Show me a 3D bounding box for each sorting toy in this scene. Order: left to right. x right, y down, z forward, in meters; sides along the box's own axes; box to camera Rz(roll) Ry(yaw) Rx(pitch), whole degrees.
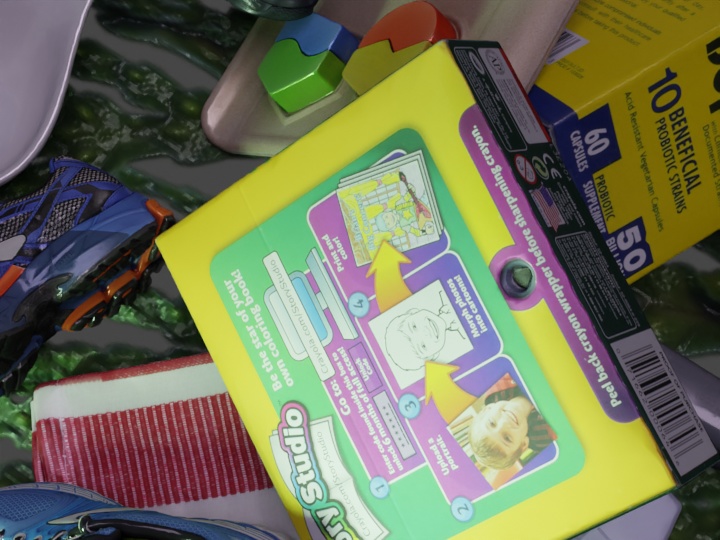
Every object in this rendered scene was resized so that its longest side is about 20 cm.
[{"bbox_3d":[0.020,-0.135,0.775,0.036,0.200,0.185,43,70,-38],"label":"sorting toy"}]

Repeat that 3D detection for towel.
[{"bbox_3d":[-0.084,0.139,0.735,0.144,0.023,0.201,-10,75,13],"label":"towel"}]

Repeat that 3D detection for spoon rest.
[{"bbox_3d":[-0.168,-0.119,0.801,0.099,0.061,0.200,40,74,15],"label":"spoon rest"}]

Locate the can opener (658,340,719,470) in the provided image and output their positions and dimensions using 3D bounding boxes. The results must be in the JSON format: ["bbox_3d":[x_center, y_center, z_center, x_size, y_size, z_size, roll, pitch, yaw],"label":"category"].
[{"bbox_3d":[0.172,0.092,0.776,0.200,0.053,0.067,32,74,5],"label":"can opener"}]

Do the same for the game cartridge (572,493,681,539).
[{"bbox_3d":[0.054,0.147,0.761,0.200,0.040,0.133,-40,78,-13],"label":"game cartridge"}]

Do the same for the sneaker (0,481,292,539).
[{"bbox_3d":[-0.125,0.130,0.689,0.199,0.089,0.079,0,76,17],"label":"sneaker"}]

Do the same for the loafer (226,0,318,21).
[{"bbox_3d":[-0.080,-0.213,0.808,0.200,0.072,0.073,44,35,24],"label":"loafer"}]

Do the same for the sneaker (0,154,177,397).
[{"bbox_3d":[-0.186,0.014,0.760,0.200,0.075,0.078,-36,68,-29],"label":"sneaker"}]

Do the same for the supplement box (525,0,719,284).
[{"bbox_3d":[0.159,-0.095,0.776,0.200,0.109,0.110,-31,37,-12],"label":"supplement box"}]

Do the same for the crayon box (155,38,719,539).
[{"bbox_3d":[0.027,0.032,0.666,0.172,0.058,0.200,-32,79,30],"label":"crayon box"}]
